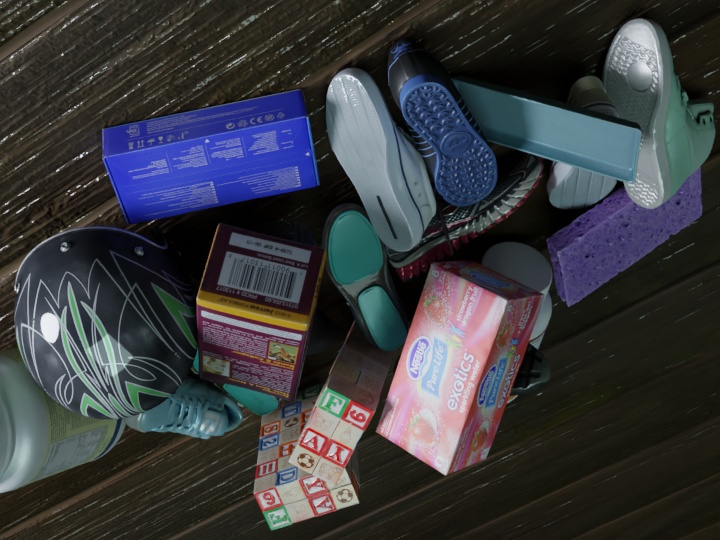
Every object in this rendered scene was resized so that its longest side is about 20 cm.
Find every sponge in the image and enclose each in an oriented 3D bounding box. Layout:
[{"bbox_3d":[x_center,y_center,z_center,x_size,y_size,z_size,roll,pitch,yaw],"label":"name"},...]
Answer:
[{"bbox_3d":[0.305,-0.050,1.179,0.199,0.030,0.112,-34,141,-4],"label":"sponge"}]

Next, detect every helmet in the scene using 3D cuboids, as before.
[{"bbox_3d":[-0.253,0.049,1.033,0.197,0.191,0.203,0,102,-2],"label":"helmet"}]

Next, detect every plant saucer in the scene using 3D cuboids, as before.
[{"bbox_3d":[0.178,-0.141,1.001,0.198,0.019,0.070,21,146,24],"label":"plant saucer"}]

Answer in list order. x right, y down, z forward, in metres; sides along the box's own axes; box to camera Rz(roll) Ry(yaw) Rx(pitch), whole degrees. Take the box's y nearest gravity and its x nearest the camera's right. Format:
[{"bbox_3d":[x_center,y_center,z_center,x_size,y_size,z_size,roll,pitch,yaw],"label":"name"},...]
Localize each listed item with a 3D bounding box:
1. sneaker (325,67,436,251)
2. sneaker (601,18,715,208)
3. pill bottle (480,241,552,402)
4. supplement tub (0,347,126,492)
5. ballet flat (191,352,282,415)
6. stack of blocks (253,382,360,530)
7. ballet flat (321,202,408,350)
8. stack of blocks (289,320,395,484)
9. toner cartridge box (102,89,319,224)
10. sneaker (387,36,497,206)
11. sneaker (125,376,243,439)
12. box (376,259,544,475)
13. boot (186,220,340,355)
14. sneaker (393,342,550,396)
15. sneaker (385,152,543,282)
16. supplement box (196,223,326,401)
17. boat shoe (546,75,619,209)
[{"bbox_3d":[0.023,-0.118,1.034,0.072,0.071,0.202,4,129,33],"label":"sneaker"},{"bbox_3d":[0.316,-0.180,1.067,0.118,0.073,0.203,-35,127,-31],"label":"sneaker"},{"bbox_3d":[0.168,0.065,1.249,0.110,0.113,0.202,-4,138,-12],"label":"pill bottle"},{"bbox_3d":[-0.363,0.155,1.108,0.144,0.146,0.199,-36,169,24],"label":"supplement tub"},{"bbox_3d":[-0.158,0.104,1.232,0.075,0.064,0.201,-23,137,8],"label":"ballet flat"},{"bbox_3d":[-0.065,0.224,1.288,0.114,0.201,0.059,-19,114,6],"label":"stack of blocks"},{"bbox_3d":[0.000,0.000,1.123,0.072,0.073,0.202,-19,126,5],"label":"ballet flat"},{"bbox_3d":[-0.011,0.136,1.194,0.058,0.201,0.116,26,120,0],"label":"stack of blocks"},{"bbox_3d":[-0.144,-0.110,1.008,0.197,0.044,0.096,-11,141,-4],"label":"toner cartridge box"},{"bbox_3d":[0.081,-0.145,1.013,0.069,0.079,0.200,-22,143,9],"label":"sneaker"},{"bbox_3d":[-0.199,0.164,1.221,0.200,0.081,0.075,5,104,-69],"label":"sneaker"},{"bbox_3d":[0.105,0.100,1.100,0.094,0.102,0.203,-4,116,-55],"label":"box"},{"bbox_3d":[-0.077,0.032,1.150,0.163,0.066,0.201,-2,144,30],"label":"boot"},{"bbox_3d":[0.137,0.121,1.198,0.198,0.076,0.079,-2,146,37],"label":"sneaker"},{"bbox_3d":[0.110,-0.069,1.114,0.199,0.075,0.081,-34,180,5],"label":"sneaker"},{"bbox_3d":[-0.103,0.048,1.039,0.109,0.087,0.201,14,152,-1],"label":"supplement box"},{"bbox_3d":[0.238,-0.129,1.084,0.071,0.063,0.201,-2,157,-1],"label":"boat shoe"}]
